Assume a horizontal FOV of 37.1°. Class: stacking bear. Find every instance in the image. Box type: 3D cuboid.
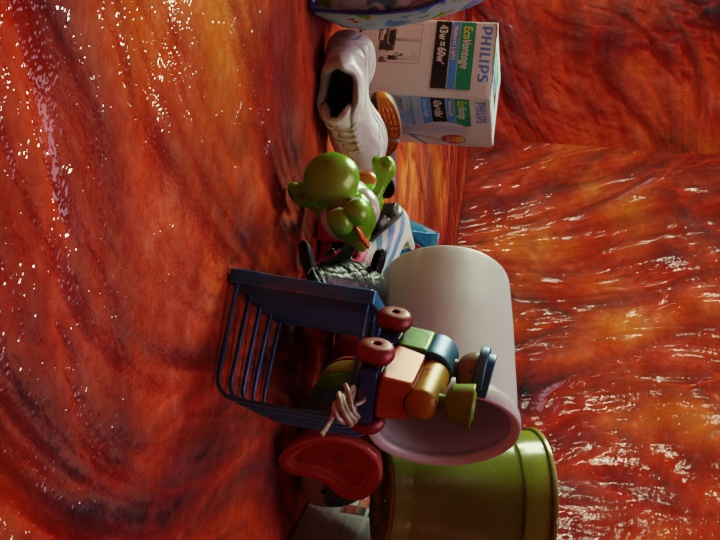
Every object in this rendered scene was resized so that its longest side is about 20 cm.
[{"bbox_3d":[-0.010,0.154,1.302,0.114,0.121,0.200,-50,-161,44],"label":"stacking bear"}]

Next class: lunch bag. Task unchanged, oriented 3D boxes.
[{"bbox_3d":[0.054,-0.346,1.262,0.170,0.199,0.128,-41,136,-76],"label":"lunch bag"}]

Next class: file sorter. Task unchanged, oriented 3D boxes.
[{"bbox_3d":[-0.050,0.088,1.060,0.200,0.138,0.123,59,42,-74],"label":"file sorter"}]

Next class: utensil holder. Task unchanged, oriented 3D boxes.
[{"bbox_3d":[0.096,0.095,1.230,0.170,0.169,0.201,82,9,-54],"label":"utensil holder"}]

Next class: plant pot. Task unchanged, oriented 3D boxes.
[{"bbox_3d":[0.115,0.286,1.305,0.200,0.192,0.201,-174,-90,-79],"label":"plant pot"}]

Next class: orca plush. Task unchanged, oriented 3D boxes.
[{"bbox_3d":[-0.008,-0.004,1.147,0.071,0.105,0.200,-54,148,2],"label":"orca plush"}]

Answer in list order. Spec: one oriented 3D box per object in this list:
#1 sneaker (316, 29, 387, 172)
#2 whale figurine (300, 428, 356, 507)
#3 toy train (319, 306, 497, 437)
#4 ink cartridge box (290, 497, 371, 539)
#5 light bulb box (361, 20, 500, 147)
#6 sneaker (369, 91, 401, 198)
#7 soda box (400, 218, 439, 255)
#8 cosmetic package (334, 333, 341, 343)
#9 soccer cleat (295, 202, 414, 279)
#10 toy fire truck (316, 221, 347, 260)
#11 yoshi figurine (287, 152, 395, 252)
[{"bbox_3d":[-0.020,-0.188,1.326,0.099,0.078,0.201,-62,147,-51],"label":"sneaker"},{"bbox_3d":[-0.019,0.219,1.414,0.200,0.103,0.160,-76,167,-54],"label":"whale figurine"},{"bbox_3d":[0.047,0.109,0.917,0.200,0.115,0.085,-55,154,-64],"label":"toy train"},{"bbox_3d":[0.005,0.372,1.422,0.200,0.175,0.084,-50,144,-74],"label":"ink cartridge box"},{"bbox_3d":[0.106,-0.280,1.616,0.198,0.199,0.125,59,37,-74],"label":"light bulb box"},{"bbox_3d":[0.021,-0.199,1.579,0.200,0.075,0.092,95,-2,-53],"label":"sneaker"},{"bbox_3d":[0.040,-0.041,1.491,0.200,0.064,0.068,-144,-119,-69],"label":"soda box"},{"bbox_3d":[0.014,0.162,1.555,0.074,0.101,0.201,-139,-129,-68],"label":"cosmetic package"},{"bbox_3d":[0.000,0.000,1.291,0.200,0.070,0.087,-45,126,-30],"label":"soccer cleat"},{"bbox_3d":[-0.030,-0.002,1.400,0.200,0.049,0.142,-16,112,-81],"label":"toy fire truck"},{"bbox_3d":[-0.021,-0.090,1.196,0.113,0.112,0.200,-64,-176,6],"label":"yoshi figurine"}]
